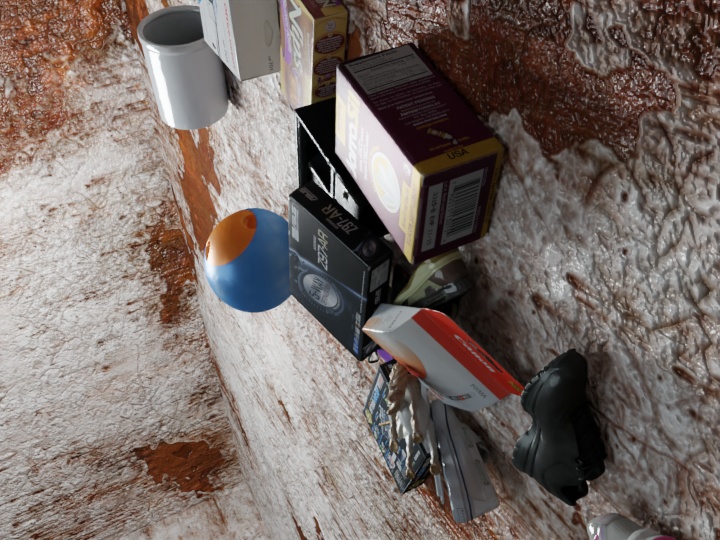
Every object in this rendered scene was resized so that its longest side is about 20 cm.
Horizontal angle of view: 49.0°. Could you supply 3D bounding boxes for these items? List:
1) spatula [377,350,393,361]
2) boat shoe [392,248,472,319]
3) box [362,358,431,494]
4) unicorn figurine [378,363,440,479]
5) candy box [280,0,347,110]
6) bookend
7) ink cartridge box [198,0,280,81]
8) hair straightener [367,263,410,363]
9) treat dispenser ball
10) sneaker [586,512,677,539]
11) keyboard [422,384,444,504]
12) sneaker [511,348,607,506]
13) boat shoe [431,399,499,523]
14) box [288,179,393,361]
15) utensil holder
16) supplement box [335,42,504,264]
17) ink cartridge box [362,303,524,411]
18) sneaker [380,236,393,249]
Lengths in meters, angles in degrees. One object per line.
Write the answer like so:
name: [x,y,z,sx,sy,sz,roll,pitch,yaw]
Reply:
spatula: [0.022,0.061,1.260,0.056,0.020,0.205,24,128,58]
boat shoe: [0.089,0.041,0.981,0.067,0.070,0.202,62,160,19]
box: [0.067,0.255,1.279,0.161,0.045,0.201,62,159,25]
unicorn figurine: [0.065,0.197,1.034,0.139,0.072,0.203,-93,3,-47]
candy box: [-0.070,-0.309,1.126,0.118,0.055,0.202,59,159,32]
bookend: [-0.012,-0.100,1.102,0.200,0.090,0.202,57,157,35]
ink cartridge box: [-0.212,-0.438,1.358,0.201,0.084,0.149,-127,26,-46]
hair straightener: [0.028,0.076,1.174,0.041,0.076,0.202,46,151,25]
treat dispenser ball: [-0.209,-0.020,1.555,0.202,0.197,0.204,53,154,40]
sneaker: [0.259,0.320,0.776,0.088,0.080,0.205,-140,44,-58]
keyboard: [0.099,0.221,1.111,0.056,0.010,0.205,61,-160,-66]
sneaker: [0.209,0.158,0.787,0.091,0.075,0.203,42,154,37]
boat shoe: [0.138,0.249,1.050,0.202,0.065,0.075,-99,-2,-54]
box: [-0.031,0.004,1.056,0.160,0.043,0.202,42,148,27]
utensil holder: [-0.370,-0.428,1.678,0.171,0.167,0.203,54,156,40]
supplement box: [0.057,-0.132,0.869,0.201,0.101,0.132,57,158,36]
ink cartridge box: [0.101,0.112,0.943,0.162,0.050,0.199,43,170,-15]
sneaker: [0.000,0.000,1.182,0.076,0.088,0.200,53,165,-3]
